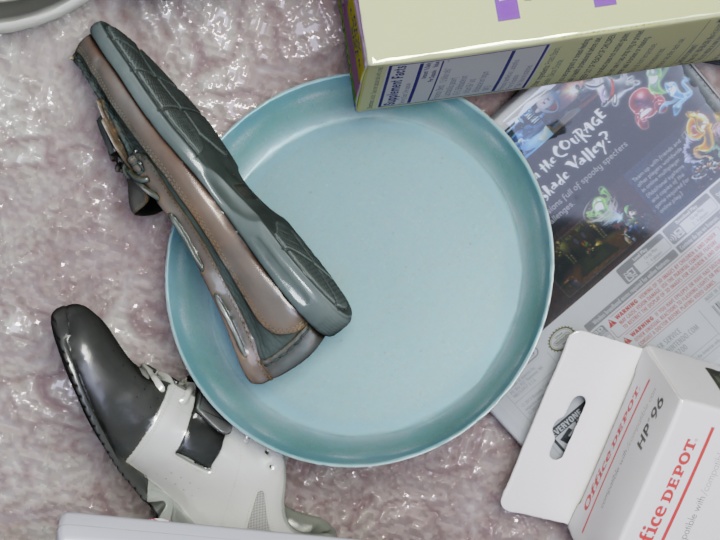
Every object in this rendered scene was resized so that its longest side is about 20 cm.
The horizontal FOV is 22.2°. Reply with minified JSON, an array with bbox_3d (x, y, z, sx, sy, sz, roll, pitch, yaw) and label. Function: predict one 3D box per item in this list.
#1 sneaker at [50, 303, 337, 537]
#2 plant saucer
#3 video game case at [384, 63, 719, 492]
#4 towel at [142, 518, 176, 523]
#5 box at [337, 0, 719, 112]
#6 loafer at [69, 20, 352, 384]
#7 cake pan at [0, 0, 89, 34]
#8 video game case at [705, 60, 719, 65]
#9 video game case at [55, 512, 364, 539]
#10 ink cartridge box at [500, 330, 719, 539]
[{"bbox_3d":[-0.083,0.085,0.952,0.088,0.074,0.201,-33,113,-1],"label":"sneaker"},{"bbox_3d":[0.000,0.000,0.926,0.198,0.027,0.202,-3,77,12],"label":"plant saucer"},{"bbox_3d":[0.125,-0.011,0.968,0.200,0.023,0.182,-41,102,10],"label":"video game case"},{"bbox_3d":[-0.048,0.196,0.952,0.198,0.030,0.147,16,126,-20],"label":"towel"},{"bbox_3d":[0.082,-0.184,0.880,0.198,0.097,0.178,-9,83,-5],"label":"box"},{"bbox_3d":[-0.087,-0.034,0.904,0.063,0.072,0.200,-42,76,10],"label":"loafer"},{"bbox_3d":[-0.189,-0.218,0.900,0.198,0.037,0.202,-1,100,-6],"label":"cake pan"},{"bbox_3d":[0.261,-0.197,0.956,0.179,0.026,0.202,9,101,-7],"label":"video game case"},{"bbox_3d":[-0.062,0.196,0.917,0.198,0.022,0.183,7,129,-12],"label":"video game case"},{"bbox_3d":[0.187,0.116,0.964,0.198,0.068,0.117,15,109,-15],"label":"ink cartridge box"}]
